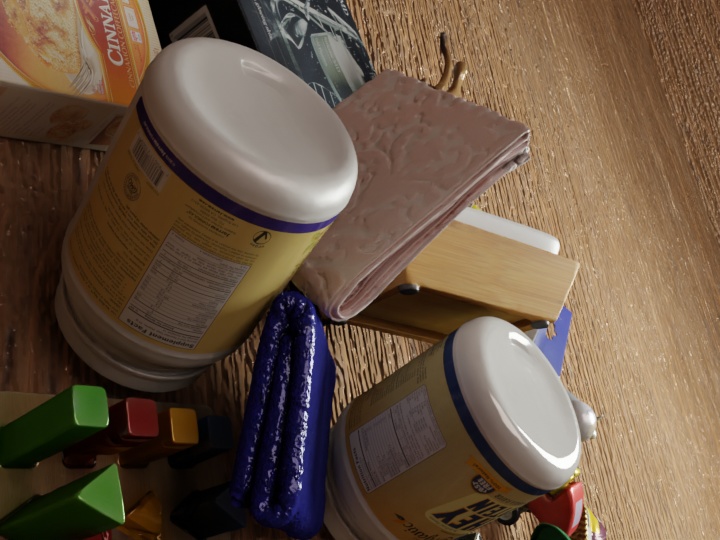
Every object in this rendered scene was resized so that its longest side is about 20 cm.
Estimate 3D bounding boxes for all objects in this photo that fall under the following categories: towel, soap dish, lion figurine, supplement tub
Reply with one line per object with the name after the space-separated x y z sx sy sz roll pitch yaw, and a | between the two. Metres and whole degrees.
0.005 -0.068 0.636 0.200 0.190 0.032 40 -14 51 | towel
0.068 0.008 0.729 0.197 0.156 0.083 15 67 -31 | soap dish
0.057 -0.126 0.836 0.123 0.071 0.204 -69 169 -64 | lion figurine
-0.107 -0.030 0.549 0.144 0.201 0.147 26 35 -20 | supplement tub
0.065 0.146 0.695 0.144 0.199 0.146 35 34 -28 | supplement tub
-0.051 0.111 0.599 0.201 0.048 0.151 84 9 -71 | towel

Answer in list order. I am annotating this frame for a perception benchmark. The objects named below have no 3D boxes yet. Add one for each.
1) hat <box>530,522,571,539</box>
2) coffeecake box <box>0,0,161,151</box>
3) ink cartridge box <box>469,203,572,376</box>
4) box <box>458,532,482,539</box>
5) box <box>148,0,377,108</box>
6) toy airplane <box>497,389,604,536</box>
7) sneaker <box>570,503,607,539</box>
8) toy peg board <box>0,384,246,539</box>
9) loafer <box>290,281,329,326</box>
0.126 0.342 0.815 0.172 0.167 0.203 -8 58 -15 | hat
-0.243 -0.178 0.600 0.198 0.072 0.156 0 70 -55 | coffeecake box
0.188 0.016 1.044 0.198 0.047 0.198 36 27 3 | ink cartridge box
0.095 0.362 0.712 0.202 0.085 0.164 57 33 -12 | box
-0.091 -0.200 0.795 0.196 0.123 0.203 -16 82 -60 | box
0.195 0.170 0.939 0.199 0.140 0.202 46 36 -25 | toy airplane
0.264 0.366 0.968 0.090 0.074 0.202 44 38 -20 | sneaker
-0.130 0.166 0.507 0.198 0.097 0.204 16 56 -50 | toy peg board
0.000 0.000 0.832 0.199 0.072 0.073 -21 88 -58 | loafer
